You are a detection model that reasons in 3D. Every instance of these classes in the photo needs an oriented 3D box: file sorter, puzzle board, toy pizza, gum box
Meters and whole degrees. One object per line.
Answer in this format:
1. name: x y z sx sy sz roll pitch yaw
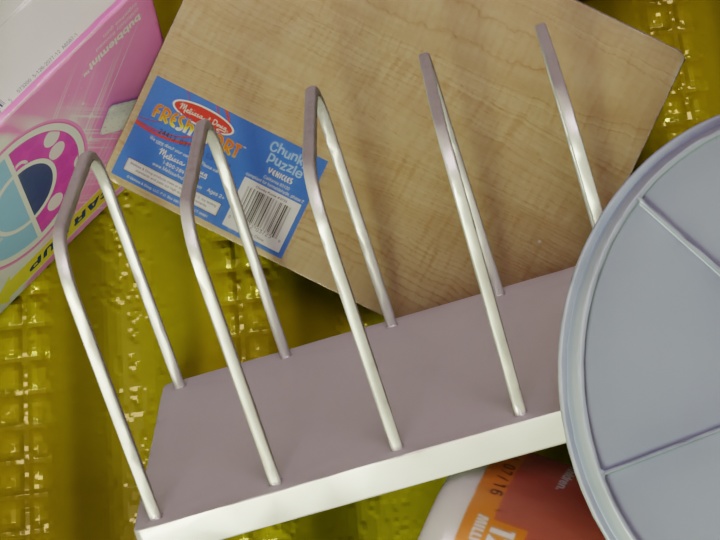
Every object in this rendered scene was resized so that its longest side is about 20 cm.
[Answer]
1. file sorter: 0.000 0.000 0.853 0.199 0.125 0.139 -16 19 5
2. puzzle board: 0.013 -0.064 0.943 0.199 0.017 0.151 26 94 4
3. toy pizza: 0.160 0.040 0.783 0.199 0.032 0.202 3 79 -13
4. gum box: -0.167 -0.039 0.943 0.066 0.114 0.200 36 71 21

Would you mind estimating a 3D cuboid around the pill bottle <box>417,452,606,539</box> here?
1. pill bottle: 0.116 0.143 0.823 0.199 0.112 0.113 17 66 14
